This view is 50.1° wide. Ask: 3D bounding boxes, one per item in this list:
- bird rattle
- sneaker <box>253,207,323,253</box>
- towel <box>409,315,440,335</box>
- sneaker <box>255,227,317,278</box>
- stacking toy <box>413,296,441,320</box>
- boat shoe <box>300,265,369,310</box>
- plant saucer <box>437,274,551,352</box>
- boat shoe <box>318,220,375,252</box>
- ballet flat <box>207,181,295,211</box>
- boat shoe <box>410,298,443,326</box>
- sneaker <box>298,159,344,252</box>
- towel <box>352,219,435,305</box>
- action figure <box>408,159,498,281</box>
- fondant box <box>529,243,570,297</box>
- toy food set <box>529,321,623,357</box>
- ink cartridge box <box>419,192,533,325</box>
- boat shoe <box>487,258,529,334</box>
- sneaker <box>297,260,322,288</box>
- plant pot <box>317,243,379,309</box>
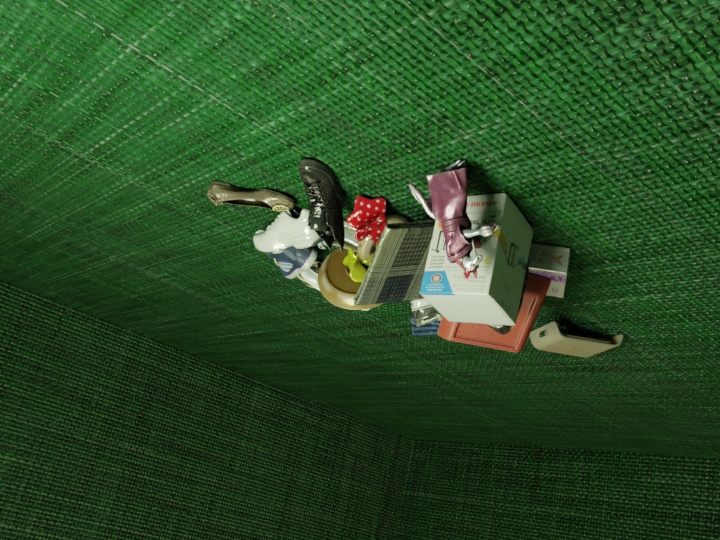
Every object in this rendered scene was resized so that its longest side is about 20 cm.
[{"bbox_3d":[0.037,-0.065,1.598,0.160,0.204,0.113,-9,-146,-30],"label":"bird rattle"},{"bbox_3d":[-0.161,-0.090,1.688,0.197,0.089,0.074,-8,-168,36],"label":"sneaker"},{"bbox_3d":[0.210,0.101,1.853,0.110,0.050,0.199,-5,-165,40],"label":"towel"},{"bbox_3d":[-0.193,-0.055,1.852,0.145,0.082,0.199,34,163,-15],"label":"sneaker"},{"bbox_3d":[0.186,0.039,1.804,0.142,0.150,0.200,13,179,2],"label":"stacking toy"},{"bbox_3d":[-0.049,0.028,1.884,0.197,0.069,0.072,28,-159,-1],"label":"boat shoe"},{"bbox_3d":[0.277,0.089,1.608,0.195,0.037,0.203,11,126,-4],"label":"plant saucer"},{"bbox_3d":[-0.049,-0.073,1.698,0.197,0.066,0.075,10,160,11],"label":"boat shoe"},{"bbox_3d":[-0.236,-0.149,1.647,0.195,0.047,0.068,11,161,8],"label":"ballet flat"},{"bbox_3d":[0.209,0.075,1.671,0.195,0.065,0.071,-14,176,9],"label":"boat shoe"},{"bbox_3d":[-0.075,-0.125,1.513,0.059,0.107,0.200,5,159,24],"label":"sneaker"},{"bbox_3d":[0.085,-0.018,1.563,0.189,0.203,0.035,-5,-140,-39],"label":"towel"},{"bbox_3d":[0.160,-0.079,1.329,0.145,0.205,0.134,-11,166,15],"label":"action figure"},{"bbox_3d":[0.337,-0.007,1.627,0.195,0.060,0.145,7,160,15],"label":"fondant box"},{"bbox_3d":[0.553,0.171,1.981,0.195,0.062,0.144,10,161,-13],"label":"toy food set"},{"bbox_3d":[0.221,-0.020,1.453,0.144,0.204,0.144,0,155,35],"label":"ink cartridge box"},{"bbox_3d":[0.294,0.026,1.521,0.071,0.205,0.060,4,155,42],"label":"boat shoe"},{"bbox_3d":[-0.081,0.017,1.956,0.196,0.069,0.090,6,165,30],"label":"sneaker"},{"bbox_3d":[0.000,0.000,1.688,0.195,0.203,0.028,8,140,16],"label":"plant pot"}]
